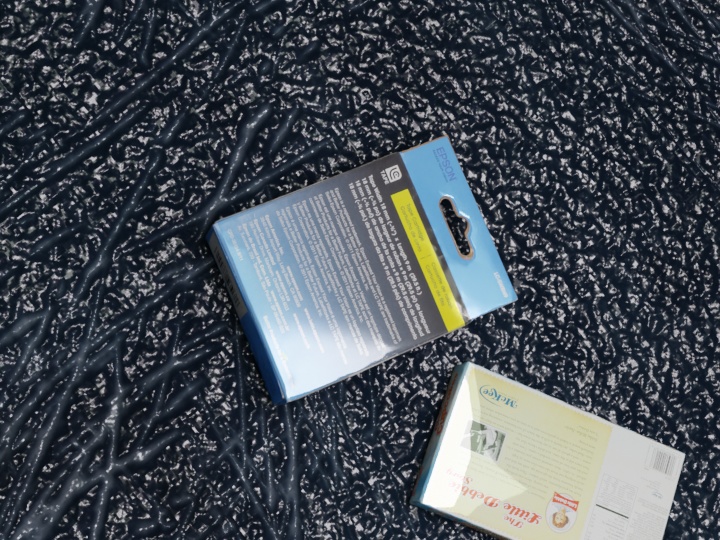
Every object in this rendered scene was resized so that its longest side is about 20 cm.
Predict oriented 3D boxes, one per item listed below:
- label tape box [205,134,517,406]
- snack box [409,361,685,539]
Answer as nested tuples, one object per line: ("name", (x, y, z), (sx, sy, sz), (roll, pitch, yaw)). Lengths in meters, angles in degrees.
("label tape box", (0.000, 0.000, 0.897), (0.198, 0.063, 0.145), (-22, 85, -16))
("snack box", (0.149, 0.164, 0.916), (0.198, 0.037, 0.117), (23, 75, -8))
